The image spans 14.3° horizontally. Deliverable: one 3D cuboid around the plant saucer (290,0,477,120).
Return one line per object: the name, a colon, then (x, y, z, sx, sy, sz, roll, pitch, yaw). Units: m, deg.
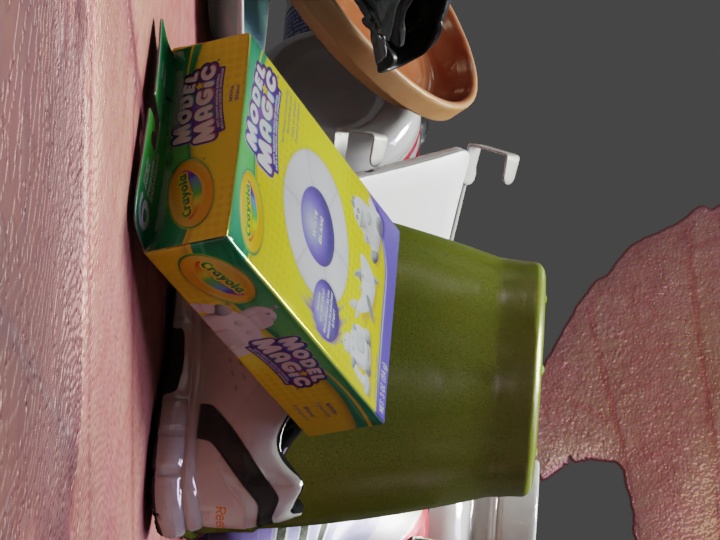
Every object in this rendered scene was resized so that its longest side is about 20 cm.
plant saucer: (-0.002, -0.174, 1.752, 0.200, 0.032, 0.201, 45, 23, -25)

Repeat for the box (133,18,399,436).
box: (-0.044, -0.022, 1.347, 0.200, 0.048, 0.118, 49, 38, -48)

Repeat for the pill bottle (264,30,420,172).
pill bottle: (-0.018, -0.052, 1.861, 0.200, 0.112, 0.113, 90, 4, -53)

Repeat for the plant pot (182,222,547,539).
plant pot: (0.005, 0.053, 1.592, 0.200, 0.192, 0.201, 3, 90, -87)

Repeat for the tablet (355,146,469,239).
tablet: (0.001, 0.025, 1.737, 0.130, 0.014, 0.201, -16, 128, -41)

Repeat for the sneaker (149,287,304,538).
sneaker: (-0.058, 0.042, 1.447, 0.074, 0.080, 0.201, 85, 8, -65)

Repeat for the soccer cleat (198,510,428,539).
soccer cleat: (-0.030, 0.147, 1.696, 0.200, 0.067, 0.077, 3, 82, -51)

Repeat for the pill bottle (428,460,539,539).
pill bottle: (0.012, 0.155, 1.834, 0.111, 0.199, 0.112, 3, 90, -88)

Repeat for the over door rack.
over door rack: (0.000, 0.000, 1.783, 0.147, 0.067, 0.201, 3, 115, -51)

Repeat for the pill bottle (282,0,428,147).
pill bottle: (-0.003, -0.144, 2.085, 0.112, 0.111, 0.201, 87, 7, -69)

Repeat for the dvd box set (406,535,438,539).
dvd box set: (-0.008, 0.261, 1.617, 0.200, 0.029, 0.147, -40, -126, 33)

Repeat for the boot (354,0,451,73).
boot: (0.011, -0.203, 1.582, 0.132, 0.070, 0.200, 62, -8, 22)

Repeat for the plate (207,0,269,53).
plate: (-0.065, -0.194, 1.564, 0.200, 0.025, 0.201, 4, 90, -87)
